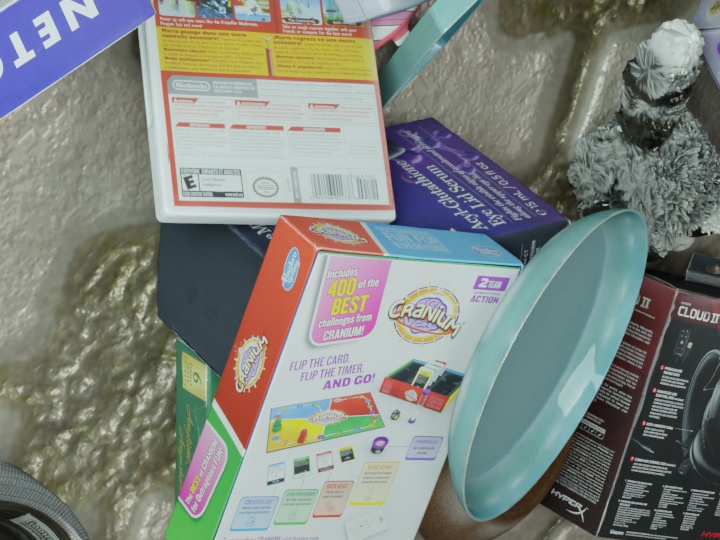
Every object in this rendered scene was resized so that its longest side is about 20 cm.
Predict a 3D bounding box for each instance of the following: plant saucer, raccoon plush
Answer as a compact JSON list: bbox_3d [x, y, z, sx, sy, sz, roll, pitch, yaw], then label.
[{"bbox_3d":[0.105,0.050,1.314,0.200,0.027,0.201,-48,155,-31],"label":"plant saucer"},{"bbox_3d":[0.097,0.092,1.494,0.200,0.036,0.202,-27,124,-48],"label":"plant saucer"},{"bbox_3d":[0.228,-0.084,1.495,0.133,0.097,0.200,-19,154,-33],"label":"raccoon plush"},{"bbox_3d":[0.045,-0.141,1.331,0.019,0.200,0.070,44,76,0],"label":"plant saucer"}]

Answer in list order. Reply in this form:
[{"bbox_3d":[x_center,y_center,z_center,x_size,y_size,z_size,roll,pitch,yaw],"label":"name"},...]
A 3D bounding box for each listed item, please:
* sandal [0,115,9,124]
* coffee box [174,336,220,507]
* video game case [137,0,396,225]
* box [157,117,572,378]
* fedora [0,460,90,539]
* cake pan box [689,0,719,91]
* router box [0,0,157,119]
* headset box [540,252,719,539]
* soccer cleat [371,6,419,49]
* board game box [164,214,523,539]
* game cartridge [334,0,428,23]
[{"bbox_3d":[-0.256,-0.042,1.203,0.212,0.069,0.078,-44,127,-15],"label":"sandal"},{"bbox_3d":[-0.025,0.085,1.436,0.199,0.044,0.124,-13,114,-33],"label":"coffee box"},{"bbox_3d":[-0.056,-0.123,1.275,0.142,0.017,0.202,1,74,-27],"label":"video game case"},{"bbox_3d":[0.000,0.000,1.348,0.199,0.148,0.105,-14,126,-33],"label":"box"},{"bbox_3d":[-0.234,0.198,1.270,0.199,0.090,0.179,-10,88,-52],"label":"fedora"},{"bbox_3d":[0.303,-0.166,1.542,0.185,0.052,0.201,57,45,-36],"label":"cake pan box"},{"bbox_3d":[-0.228,-0.115,1.127,0.199,0.179,0.049,-37,125,-21],"label":"router box"},{"bbox_3d":[0.224,0.088,1.601,0.148,0.077,0.202,10,99,-39],"label":"headset box"},{"bbox_3d":[-0.034,-0.145,1.337,0.200,0.067,0.077,-41,121,-14],"label":"soccer cleat"},{"bbox_3d":[-0.008,0.072,1.255,0.152,0.040,0.201,5,114,-40],"label":"board game box"},{"bbox_3d":[0.026,-0.227,1.298,0.200,0.040,0.134,-51,125,-49],"label":"game cartridge"}]
